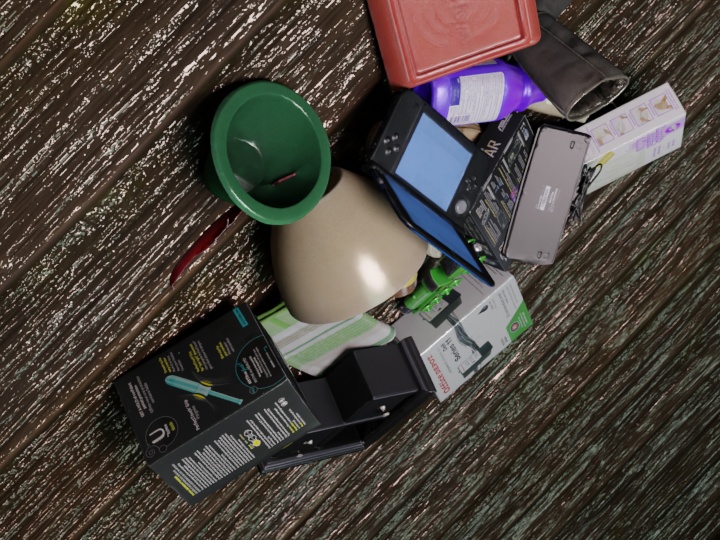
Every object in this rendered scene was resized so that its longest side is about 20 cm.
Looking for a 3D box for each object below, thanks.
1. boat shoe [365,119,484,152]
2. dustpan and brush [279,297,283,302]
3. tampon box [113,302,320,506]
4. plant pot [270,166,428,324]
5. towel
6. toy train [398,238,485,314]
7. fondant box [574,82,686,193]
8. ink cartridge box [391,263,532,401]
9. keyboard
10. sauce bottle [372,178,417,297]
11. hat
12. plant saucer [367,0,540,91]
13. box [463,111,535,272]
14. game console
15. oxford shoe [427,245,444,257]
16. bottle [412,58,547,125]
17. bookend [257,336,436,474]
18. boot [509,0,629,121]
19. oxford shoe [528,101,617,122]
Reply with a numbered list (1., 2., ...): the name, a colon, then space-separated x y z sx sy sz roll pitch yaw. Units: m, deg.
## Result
1. boat shoe: 0.099 -0.161 1.541 0.200 0.069 0.074 -10 129 -38
2. dustpan and brush: 0.000 0.000 1.559 0.139 0.057 0.200 6 133 -47
3. tampon box: -0.182 0.170 1.480 0.200 0.150 0.126 -31 140 -2
4. plant pot: -0.034 -0.049 1.442 0.200 0.200 0.135 -36 118 -13
5. towel: -0.061 0.082 1.599 0.149 0.031 0.200 -30 145 22
6. toy train: 0.112 0.014 1.666 0.056 0.042 0.200 -22 166 -34
7. fondant box: 0.373 -0.183 1.707 0.200 0.058 0.144 -28 162 5
8. ink cartridge box: 0.155 0.088 1.799 0.200 0.083 0.147 -40 141 -7
9. keyboard: 0.271 -0.104 1.639 0.104 0.040 0.201 14 108 -4
10. sauce bottle: 0.043 -0.051 1.592 0.065 0.065 0.200 -29 137 -21
11. hat: -0.159 -0.113 1.379 0.200 0.176 0.166 -45 109 -38
12. plant saucer: 0.112 -0.318 1.370 0.199 0.037 0.200 -20 129 -2
13. box: 0.201 -0.110 1.637 0.160 0.043 0.200 -60 150 -11
14. game console: 0.108 -0.101 1.426 0.200 0.118 0.171 33 79 -44
15. oxford shoe: 0.143 -0.093 1.658 0.200 0.058 0.075 -42 138 -30
16. bottle: 0.165 -0.237 1.520 0.199 0.065 0.084 -11 128 -26
17. bookend: -0.033 0.191 1.646 0.198 0.092 0.200 -6 152 -40
18. boot: 0.267 -0.294 1.475 0.182 0.200 0.073 -39 141 -10
19. oxford shoe: 0.291 -0.248 1.640 0.200 0.074 0.071 -5 126 -40
